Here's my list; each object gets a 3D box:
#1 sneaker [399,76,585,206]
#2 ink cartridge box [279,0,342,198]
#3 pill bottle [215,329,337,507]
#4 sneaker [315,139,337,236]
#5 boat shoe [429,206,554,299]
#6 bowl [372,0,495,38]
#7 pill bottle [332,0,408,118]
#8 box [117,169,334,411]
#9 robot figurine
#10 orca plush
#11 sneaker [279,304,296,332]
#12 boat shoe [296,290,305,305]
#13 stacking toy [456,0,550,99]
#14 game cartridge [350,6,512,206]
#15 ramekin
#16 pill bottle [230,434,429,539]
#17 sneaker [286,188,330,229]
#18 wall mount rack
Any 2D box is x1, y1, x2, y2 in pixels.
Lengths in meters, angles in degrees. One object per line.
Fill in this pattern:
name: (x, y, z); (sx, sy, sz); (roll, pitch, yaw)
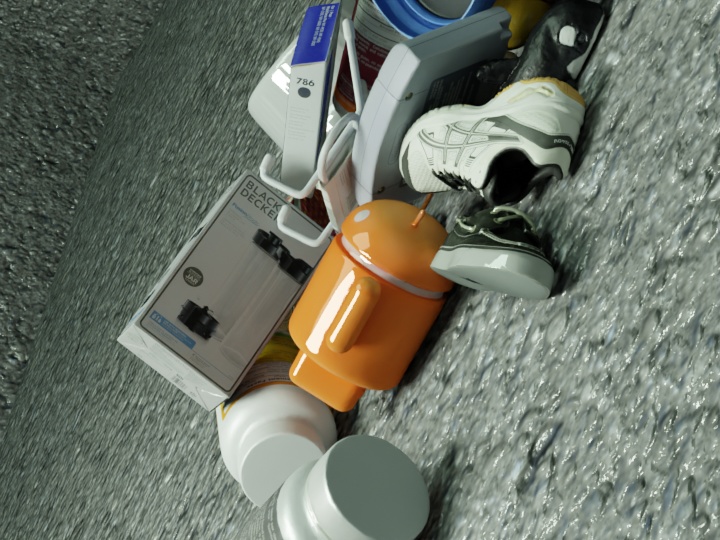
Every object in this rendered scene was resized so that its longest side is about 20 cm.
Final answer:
sneaker: (0.099, -0.091, 1.391); (0.199, 0.075, 0.088); (-22, 50, 49)
ink cartridge box: (-0.047, -0.177, 1.625); (0.100, 0.039, 0.201); (-78, -1, -47)
pill bottle: (-0.081, 0.145, 1.598); (0.112, 0.111, 0.200); (-60, 18, 16)
sneaker: (-0.034, -0.055, 1.791); (0.087, 0.073, 0.201); (-43, 32, 38)
boat shoe: (0.106, -0.020, 1.324); (0.064, 0.070, 0.200); (-68, 15, -3)
bowl: (0.063, -0.306, 1.487); (0.200, 0.039, 0.202); (27, 123, 51)
pill bottle: (0.046, -0.240, 1.652); (0.114, 0.113, 0.201); (-93, 16, -57)
box: (-0.124, 0.017, 1.583); (0.200, 0.116, 0.060); (-55, 8, -28)
robot figurine: (0.012, 0.023, 1.474); (0.117, 0.143, 0.201); (45, 113, 42)
orca plush: (0.127, -0.162, 1.450); (0.200, 0.071, 0.106); (-49, 24, 45)
sneaker: (-0.089, 0.030, 1.848); (0.108, 0.070, 0.201); (-37, 26, 50)
boat shoe: (0.000, 0.000, 1.621); (0.200, 0.068, 0.072); (-41, 29, 54)
stacking toy: (0.128, -0.253, 1.524); (0.146, 0.145, 0.202); (-174, 92, -72)
game cartridge: (0.057, -0.137, 1.481); (0.042, 0.133, 0.201); (52, 147, 28)
ramekin: (-0.033, -0.212, 1.846); (0.201, 0.098, 0.200); (-47, 1, 1)
pill bottle: (-0.034, 0.222, 1.346); (0.200, 0.113, 0.114); (-51, 22, 42)
sneaker: (-0.093, 0.005, 1.678); (0.200, 0.073, 0.077); (-52, 9, -28)
wall mount rack: (-0.022, -0.122, 1.547); (0.174, 0.074, 0.200); (-57, -16, -16)
